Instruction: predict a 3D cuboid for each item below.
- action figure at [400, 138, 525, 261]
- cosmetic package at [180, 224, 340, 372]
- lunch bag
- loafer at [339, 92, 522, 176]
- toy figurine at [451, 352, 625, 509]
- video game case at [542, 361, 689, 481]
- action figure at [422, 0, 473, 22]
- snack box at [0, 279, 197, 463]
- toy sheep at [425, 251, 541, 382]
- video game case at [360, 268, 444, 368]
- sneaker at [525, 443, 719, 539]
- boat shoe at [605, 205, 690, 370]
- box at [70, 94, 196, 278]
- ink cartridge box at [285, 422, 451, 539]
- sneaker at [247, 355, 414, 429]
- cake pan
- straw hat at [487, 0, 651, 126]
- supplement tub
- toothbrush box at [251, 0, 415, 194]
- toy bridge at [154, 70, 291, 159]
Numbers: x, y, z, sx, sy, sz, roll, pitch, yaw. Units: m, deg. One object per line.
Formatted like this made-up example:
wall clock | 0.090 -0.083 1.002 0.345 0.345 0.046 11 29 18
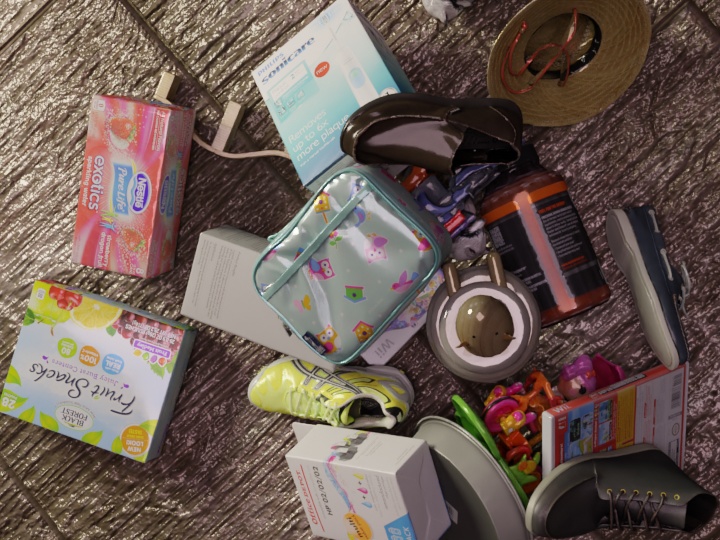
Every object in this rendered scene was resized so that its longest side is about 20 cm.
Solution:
action figure | 0.095 -0.097 1.288 0.199 0.105 0.194 -33 67 9
cosmetic package | -0.097 0.030 1.338 0.198 0.085 0.108 20 104 11
lunch bag | -0.016 -0.008 1.218 0.160 0.077 0.200 44 112 0
loafer | 0.078 -0.136 1.171 0.198 0.073 0.072 -7 47 -9
toy figurine | 0.213 0.155 1.279 0.183 0.201 0.150 -35 44 -6
video game case | 0.281 0.189 1.256 0.199 0.017 0.144 -17 116 -27
action figure | 0.124 -0.383 1.330 0.198 0.105 0.195 9 99 -18
snack box | -0.319 0.121 1.392 0.198 0.068 0.170 18 92 8
toy sheep | 0.133 0.055 1.244 0.136 0.200 0.139 -1 86 10
video game case | 0.000 0.000 1.374 0.200 0.018 0.143 45 95 5
sneaker | 0.274 0.242 1.193 0.199 0.106 0.075 -16 115 -27
boat shoe | 0.334 0.015 1.282 0.061 0.075 0.201 -11 57 -7
box | -0.268 -0.101 1.359 0.102 0.095 0.202 12 100 8
ink cartridge box | -0.008 0.244 1.288 0.199 0.068 0.116 2 118 39
sneaker | -0.038 0.146 1.342 0.198 0.077 0.076 -1 113 10
cake pan | 0.111 0.259 1.274 0.037 0.200 0.201 -28 85 -26
straw hat | 0.222 -0.266 1.306 0.200 0.201 0.085 -32 43 6
supplement tub | 0.202 -0.041 1.302 0.106 0.107 0.202 -22 87 7
toothbrush box | -0.019 -0.187 1.289 0.146 0.085 0.201 -36 51 15
toy bridge | -0.160 -0.172 1.391 0.199 0.027 0.068 25 96 7
